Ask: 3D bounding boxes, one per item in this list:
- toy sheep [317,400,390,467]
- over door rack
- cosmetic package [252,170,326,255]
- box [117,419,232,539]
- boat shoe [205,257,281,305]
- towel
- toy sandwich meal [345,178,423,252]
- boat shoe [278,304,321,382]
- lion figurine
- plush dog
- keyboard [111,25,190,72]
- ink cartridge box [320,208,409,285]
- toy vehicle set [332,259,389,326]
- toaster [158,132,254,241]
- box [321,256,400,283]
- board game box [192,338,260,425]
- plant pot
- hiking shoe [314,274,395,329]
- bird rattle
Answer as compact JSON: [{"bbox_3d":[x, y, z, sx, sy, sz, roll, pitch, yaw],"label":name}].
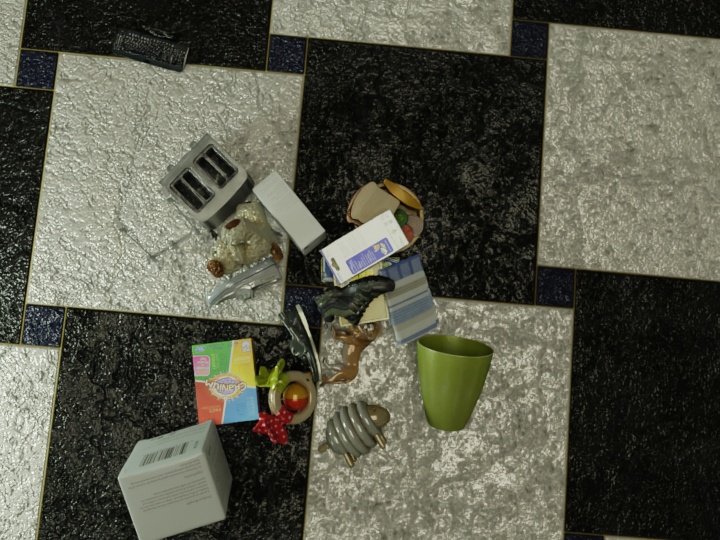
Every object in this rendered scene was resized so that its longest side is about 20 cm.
[{"bbox_3d":[-0.017,0.393,1.566,0.199,0.138,0.139,-31,86,2],"label":"toy sheep"},{"bbox_3d":[-0.481,-0.088,1.568,0.147,0.201,0.067,-33,55,-5],"label":"over door rack"},{"bbox_3d":[-0.176,-0.142,1.623,0.081,0.113,0.200,-41,88,-5],"label":"cosmetic package"},{"bbox_3d":[-0.418,0.481,1.491,0.197,0.200,0.173,-16,100,-3],"label":"box"},{"bbox_3d":[-0.290,0.043,1.619,0.199,0.074,0.067,-32,85,-5],"label":"boat shoe"},{"bbox_3d":[0.120,0.073,1.602,0.146,0.024,0.202,-22,100,-36],"label":"towel"},{"bbox_3d":[0.068,-0.143,1.650,0.202,0.070,0.208,0,84,-2],"label":"toy sandwich meal"},{"bbox_3d":[-0.146,0.188,1.608,0.067,0.072,0.202,-20,77,-10],"label":"boat shoe"},{"bbox_3d":[-0.024,0.210,1.620,0.121,0.072,0.202,15,98,-13],"label":"lion figurine"},{"bbox_3d":[-0.298,-0.054,1.586,0.171,0.201,0.161,-30,110,18],"label":"plush dog"},{"bbox_3d":[-0.551,-0.599,1.695,0.198,0.040,0.105,15,85,-1],"label":"keyboard"},{"bbox_3d":[0.010,-0.056,1.555,0.199,0.039,0.100,-29,89,-4],"label":"ink cartridge box"},{"bbox_3d":[-0.003,0.030,1.583,0.123,0.027,0.203,-8,88,-2],"label":"toy vehicle set"},{"bbox_3d":[-0.381,-0.214,1.621,0.200,0.119,0.181,44,85,3],"label":"toaster"},{"bbox_3d":[0.000,0.000,1.633,0.197,0.070,0.065,0,85,-2],"label":"box"},{"bbox_3d":[-0.334,0.278,1.610,0.151,0.040,0.203,-7,84,-3],"label":"board game box"},{"bbox_3d":[0.219,0.279,1.572,0.185,0.187,0.203,6,99,-1],"label":"plant pot"},{"bbox_3d":[-0.006,0.075,1.534,0.198,0.076,0.102,-15,100,12],"label":"hiking shoe"},{"bbox_3d":[-0.177,0.318,1.572,0.162,0.112,0.202,-1,75,-33],"label":"bird rattle"}]
